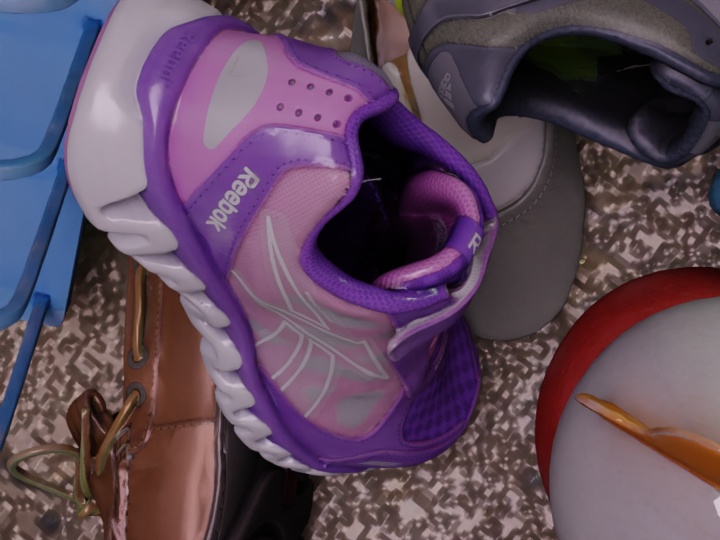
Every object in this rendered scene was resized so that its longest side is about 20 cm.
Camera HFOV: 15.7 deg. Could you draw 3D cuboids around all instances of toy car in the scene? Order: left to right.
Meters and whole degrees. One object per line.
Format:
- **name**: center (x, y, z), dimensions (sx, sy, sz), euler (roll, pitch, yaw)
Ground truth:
- **toy car**: center (0.117, 0.065, 0.684), dimensions (0.177, 0.200, 0.185), euler (32, 95, 12)

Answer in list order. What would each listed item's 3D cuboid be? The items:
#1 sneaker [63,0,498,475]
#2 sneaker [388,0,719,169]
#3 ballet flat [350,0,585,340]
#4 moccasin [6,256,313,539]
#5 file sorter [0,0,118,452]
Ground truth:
- **sneaker**: center (0.000, 0.000, 0.712), dimensions (0.088, 0.200, 0.081), euler (6, 63, 27)
- **sneaker**: center (0.101, -0.067, 0.727), dimensions (0.200, 0.074, 0.081), euler (-3, 59, -13)
- **ballet flat**: center (0.023, -0.078, 0.782), dimensions (0.067, 0.064, 0.200), euler (-9, 86, 13)
- **moccasin**: center (-0.058, 0.050, 0.791), dimensions (0.078, 0.074, 0.202), euler (8, 92, 22)
- **file sorter**: center (-0.139, -0.061, 0.700), dimensions (0.139, 0.123, 0.200), euler (12, 118, -3)
